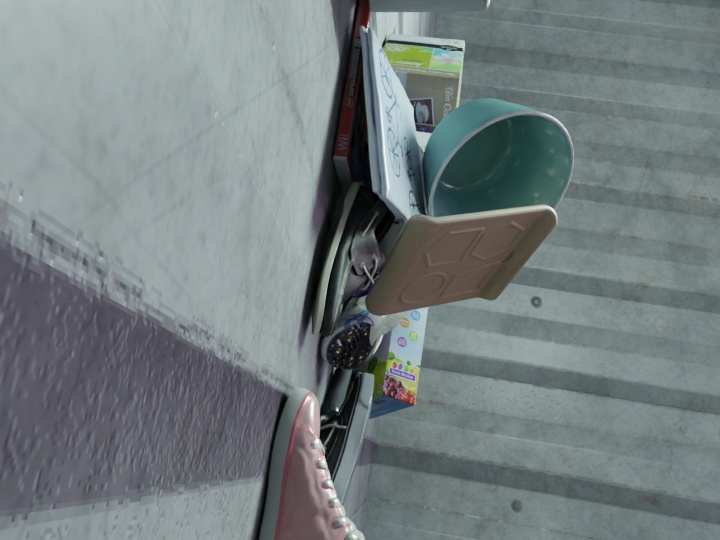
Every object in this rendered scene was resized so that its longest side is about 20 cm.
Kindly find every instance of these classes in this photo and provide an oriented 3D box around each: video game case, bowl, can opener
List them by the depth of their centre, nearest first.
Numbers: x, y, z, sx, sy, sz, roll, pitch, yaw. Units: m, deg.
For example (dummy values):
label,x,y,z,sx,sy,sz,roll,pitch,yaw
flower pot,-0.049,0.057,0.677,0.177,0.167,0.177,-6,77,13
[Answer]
label,x,y,z,sx,sy,sz,roll,pitch,yaw
video game case,-0.002,-0.200,0.830,0.143,0.017,0.206,74,24,-77
bowl,0.155,-0.131,0.886,0.106,0.195,0.205,-119,-156,-45
can opener,-0.035,0.202,0.946,0.067,0.052,0.202,-45,-166,31

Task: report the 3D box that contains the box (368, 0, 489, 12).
label,x,y,z,sx,sy,sz,roll,pitch,yaw
box,0.081,-0.398,0.768,0.200,0.127,0.205,-72,163,-63

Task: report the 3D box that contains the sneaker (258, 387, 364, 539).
label,x,y,z,sx,sy,sz,roll,pitch,yaw
sneaker,-0.035,0.214,0.634,0.076,0.101,0.206,79,19,-68

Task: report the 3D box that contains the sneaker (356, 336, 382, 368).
label,x,y,z,sx,sy,sz,roll,pitch,yaw
sneaker,0.006,0.087,1.059,0.110,0.065,0.205,88,8,-47

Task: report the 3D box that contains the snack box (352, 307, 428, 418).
label,x,y,z,sx,sy,sz,roll,pitch,yaw
snack box,0.041,0.129,1.168,0.168,0.066,0.205,-37,-143,59

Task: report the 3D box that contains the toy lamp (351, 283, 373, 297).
label,x,y,z,sx,sy,sz,roll,pitch,yaw
toy lamp,0.000,0.000,0.939,0.200,0.056,0.060,-39,137,-82

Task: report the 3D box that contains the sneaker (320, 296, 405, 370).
label,x,y,z,sx,sy,sz,roll,pitch,yaw
sneaker,-0.005,0.069,0.922,0.199,0.071,0.074,-31,141,-60

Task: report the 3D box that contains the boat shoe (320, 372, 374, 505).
label,x,y,z,sx,sy,sz,roll,pitch,yaw
boat shoe,-0.033,0.203,0.823,0.074,0.066,0.203,97,10,-56

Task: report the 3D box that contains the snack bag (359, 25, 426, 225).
label,x,y,z,sx,sy,sz,roll,pitch,yaw
snack bag,0.040,-0.144,0.803,0.200,0.021,0.194,33,49,-69

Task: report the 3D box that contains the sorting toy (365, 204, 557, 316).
label,x,y,z,sx,sy,sz,roll,pitch,yaw
sorting toy,0.117,-0.016,0.858,0.187,0.195,0.037,118,-40,-48

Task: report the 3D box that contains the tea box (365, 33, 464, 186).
label,x,y,z,sx,sy,sz,roll,pitch,yaw
tea box,0.087,-0.242,1.116,0.198,0.130,0.205,-75,171,-58

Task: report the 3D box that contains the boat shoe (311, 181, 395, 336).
label,x,y,z,sx,sy,sz,roll,pitch,yaw
boat shoe,-0.005,-0.013,0.764,0.073,0.066,0.203,110,0,-52

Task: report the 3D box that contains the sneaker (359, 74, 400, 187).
label,x,y,z,sx,sy,sz,roll,pitch,yaw
sneaker,0.030,-0.183,0.920,0.080,0.073,0.204,92,-3,-48

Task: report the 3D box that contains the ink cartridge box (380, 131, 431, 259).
label,x,y,z,sx,sy,sz,roll,pitch,yaw
ink cartridge box,0.114,-0.089,1.031,0.084,0.141,0.204,-116,-145,-51
